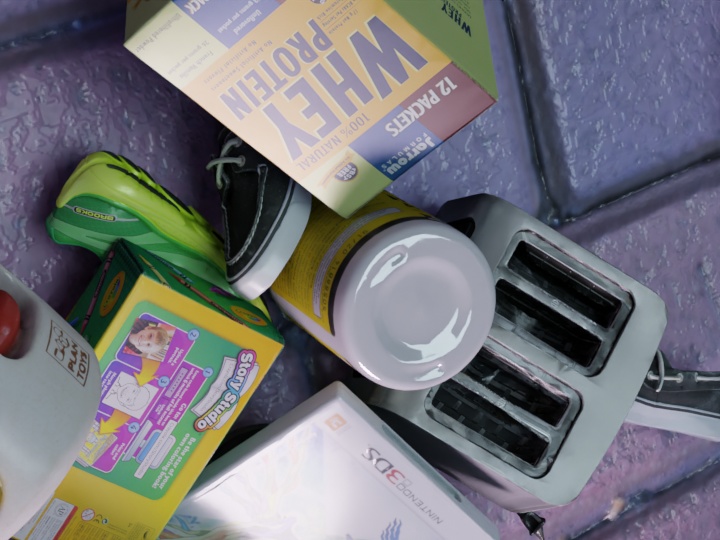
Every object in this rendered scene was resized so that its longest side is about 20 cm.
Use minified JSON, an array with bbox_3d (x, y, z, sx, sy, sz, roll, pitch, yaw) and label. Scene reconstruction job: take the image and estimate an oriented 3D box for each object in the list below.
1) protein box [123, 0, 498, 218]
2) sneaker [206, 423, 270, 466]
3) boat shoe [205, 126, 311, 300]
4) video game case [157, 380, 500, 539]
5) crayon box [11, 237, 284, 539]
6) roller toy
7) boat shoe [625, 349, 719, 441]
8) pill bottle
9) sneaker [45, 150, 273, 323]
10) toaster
[{"bbox_3d":[-0.033,-0.182,1.351,0.135,0.200,0.198,-37,123,25],"label":"protein box"},{"bbox_3d":[-0.021,0.154,1.500,0.200,0.082,0.073,8,93,-34],"label":"sneaker"},{"bbox_3d":[-0.072,-0.068,1.413,0.064,0.071,0.200,31,43,-24],"label":"boat shoe"},{"bbox_3d":[-0.035,0.183,1.457,0.200,0.022,0.182,-34,122,20],"label":"video game case"},{"bbox_3d":[-0.155,0.094,1.378,0.119,0.058,0.200,28,100,-33],"label":"crayon box"},{"bbox_3d":[-0.251,0.085,1.266,0.140,0.200,0.183,44,67,-26],"label":"roller toy"},{"bbox_3d":[0.215,0.086,1.656,0.199,0.074,0.068,14,86,-30],"label":"boat shoe"},{"bbox_3d":[0.000,0.000,1.415,0.111,0.200,0.112,-7,108,-23],"label":"pill bottle"},{"bbox_3d":[-0.134,-0.002,1.421,0.084,0.074,0.200,-43,125,7],"label":"sneaker"},{"bbox_3d":[0.106,0.068,1.517,0.200,0.119,0.181,32,78,-8],"label":"toaster"}]
